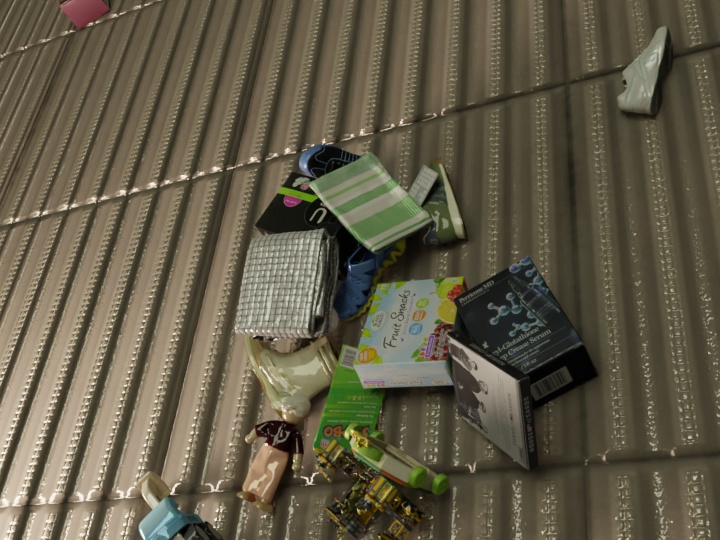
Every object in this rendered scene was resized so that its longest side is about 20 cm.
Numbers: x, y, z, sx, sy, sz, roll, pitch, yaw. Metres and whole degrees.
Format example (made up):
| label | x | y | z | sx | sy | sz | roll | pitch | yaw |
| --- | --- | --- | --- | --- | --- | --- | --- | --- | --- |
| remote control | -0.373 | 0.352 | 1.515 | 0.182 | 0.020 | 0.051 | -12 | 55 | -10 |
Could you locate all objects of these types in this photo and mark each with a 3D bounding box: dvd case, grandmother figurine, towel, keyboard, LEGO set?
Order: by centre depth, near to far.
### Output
| label | x | y | z | sx | sy | sz | roll | pitch | yaw |
| --- | --- | --- | --- | --- | --- | --- | --- | --- | --- |
| dvd case | 0.198 | 0.193 | 1.307 | 0.025 | 0.152 | 0.200 | -19 | 23 | -20 |
| LEGO set | -0.006 | 0.366 | 1.330 | 0.199 | 0.154 | 0.116 | 28 | 73 | 44 |
| grandmother figurine | -0.146 | 0.307 | 1.494 | 0.120 | 0.061 | 0.201 | 23 | 80 | 16 |
| towel | -0.126 | 0.032 | 1.564 | 0.164 | 0.086 | 0.202 | -3 | 69 | 24 |
| towel | 0.021 | -0.128 | 1.615 | 0.152 | 0.023 | 0.200 | -29 | 63 | -23 |
| keyboard | 0.088 | -0.106 | 1.662 | 0.201 | 0.011 | 0.056 | -61 | 29 | 9 |

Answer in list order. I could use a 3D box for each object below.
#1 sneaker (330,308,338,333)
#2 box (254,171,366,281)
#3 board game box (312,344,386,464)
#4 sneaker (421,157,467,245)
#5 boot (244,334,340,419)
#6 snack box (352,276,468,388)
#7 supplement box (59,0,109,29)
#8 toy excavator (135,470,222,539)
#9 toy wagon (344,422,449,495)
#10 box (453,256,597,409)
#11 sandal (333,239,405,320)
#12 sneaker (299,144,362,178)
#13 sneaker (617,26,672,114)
| label | x | y | z | sx | sy | sz | roll | pitch | yaw |
| --- | --- | --- | --- | --- | --- | --- | --- | --- | --- |
| sneaker | -0.130 | 0.060 | 1.654 | 0.199 | 0.084 | 0.074 | 29 | 112 | 46 |
| box | -0.080 | -0.088 | 1.725 | 0.199 | 0.125 | 0.149 | 18 | 67 | 37 |
| board game box | -0.012 | 0.232 | 1.488 | 0.095 | 0.030 | 0.201 | 15 | 59 | 4 |
| sneaker | 0.140 | -0.131 | 1.666 | 0.089 | 0.067 | 0.202 | -19 | 52 | 9 |
| boot | -0.121 | 0.161 | 1.599 | 0.154 | 0.072 | 0.201 | -36 | 54 | 3 |
| snack box | 0.093 | 0.106 | 1.487 | 0.167 | 0.068 | 0.201 | -5 | 40 | 23 |
| supplement box | -0.906 | -0.909 | 2.823 | 0.130 | 0.103 | 0.201 | -27 | 47 | 9 |
| toy excavator | -0.337 | 0.429 | 1.495 | 0.100 | 0.195 | 0.200 | -42 | 75 | -5 |
| toy wagon | 0.041 | 0.287 | 1.324 | 0.155 | 0.200 | 0.040 | 26 | 86 | 40 |
| box | 0.264 | 0.105 | 1.394 | 0.148 | 0.107 | 0.201 | -31 | 46 | 7 |
| sandal | 0.000 | 0.000 | 1.625 | 0.079 | 0.087 | 0.201 | 30 | 92 | 39 |
| sneaker | -0.028 | -0.207 | 1.746 | 0.078 | 0.199 | 0.071 | 35 | 115 | 45 |
| sneaker | 0.537 | -0.381 | 1.624 | 0.080 | 0.071 | 0.202 | 6 | 61 | 36 |
